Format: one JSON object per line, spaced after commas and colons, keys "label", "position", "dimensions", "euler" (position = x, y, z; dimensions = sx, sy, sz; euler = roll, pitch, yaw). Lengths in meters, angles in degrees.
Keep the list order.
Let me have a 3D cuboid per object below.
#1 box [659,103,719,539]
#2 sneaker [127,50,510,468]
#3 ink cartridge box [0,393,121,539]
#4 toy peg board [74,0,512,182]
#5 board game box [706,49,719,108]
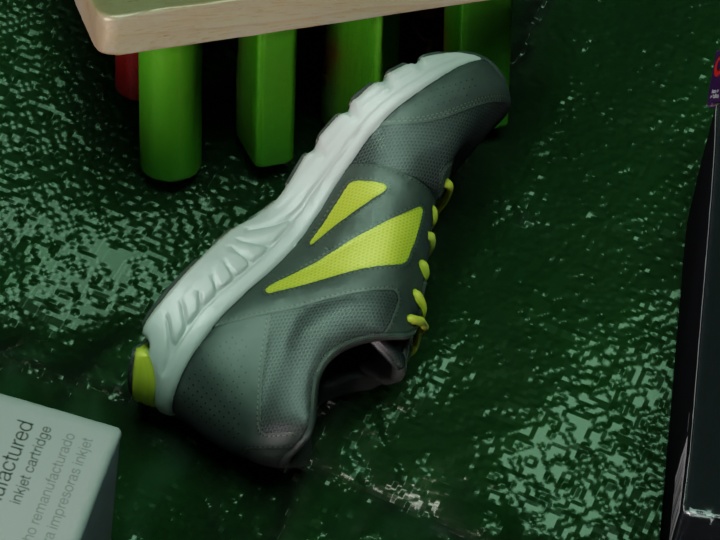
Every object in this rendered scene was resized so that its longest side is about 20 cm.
{"label": "box", "position": [0.191, 0.044, 1.130], "dimensions": [0.140, 0.079, 0.201], "euler": [9, 51, 2]}
{"label": "sneaker", "position": [0.000, 0.000, 1.149], "dimensions": [0.085, 0.075, 0.200], "euler": [39, 68, 13]}
{"label": "ink cartridge box", "position": [-0.198, 0.104, 1.025], "dimensions": [0.199, 0.085, 0.147], "euler": [15, 52, 3]}
{"label": "toy peg board", "position": [-0.035, -0.129, 1.243], "dimensions": [0.199, 0.098, 0.200], "euler": [-9, 38, -15]}
{"label": "board game box", "position": [0.250, -0.059, 1.173], "dimensions": [0.199, 0.120, 0.033], "euler": [11, 91, -17]}
